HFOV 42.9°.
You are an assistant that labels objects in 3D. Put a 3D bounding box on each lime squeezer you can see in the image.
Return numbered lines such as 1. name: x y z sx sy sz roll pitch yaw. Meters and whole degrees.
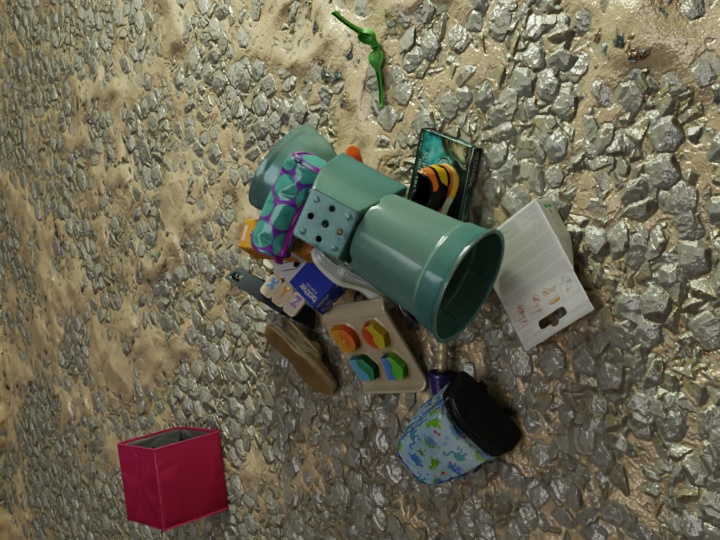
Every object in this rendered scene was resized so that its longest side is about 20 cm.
1. lime squeezer: 0.016 -0.411 1.729 0.037 0.071 0.201 -15 114 32

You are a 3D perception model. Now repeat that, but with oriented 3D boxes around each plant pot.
1. plant pot: -0.107 -0.168 1.818 0.134 0.200 0.201 39 125 14
2. plant pot: -0.029 -0.099 1.568 0.140 0.200 0.142 28 109 8
3. plant pot: 0.100 -0.018 1.489 0.195 0.200 0.202 30 118 25

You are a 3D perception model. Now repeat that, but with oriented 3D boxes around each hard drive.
1. hard drive: -0.190 0.057 1.978 0.199 0.135 0.043 28 89 40

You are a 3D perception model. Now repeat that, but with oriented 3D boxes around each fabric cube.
1. fabric cube: -0.472 0.516 2.306 0.199 0.195 0.202 -5 94 47

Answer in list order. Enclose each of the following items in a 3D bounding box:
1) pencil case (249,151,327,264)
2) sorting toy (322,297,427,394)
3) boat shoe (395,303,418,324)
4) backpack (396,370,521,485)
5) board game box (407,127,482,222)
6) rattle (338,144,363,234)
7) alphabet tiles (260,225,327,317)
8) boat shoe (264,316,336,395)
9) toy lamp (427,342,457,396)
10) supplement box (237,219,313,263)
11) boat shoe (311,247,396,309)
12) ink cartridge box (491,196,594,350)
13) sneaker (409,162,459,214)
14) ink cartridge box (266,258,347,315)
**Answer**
1. pencil case: -0.130 -0.120 1.701 0.092 0.085 0.201 43 114 40
2. sorting toy: 0.022 0.154 1.771 0.184 0.036 0.201 -10 112 48
3. boat shoe: 0.081 0.003 1.687 0.057 0.066 0.202 -149 43 -70
4. backpack: 0.156 0.293 1.621 0.163 0.154 0.200 47 149 -5
5. board game box: 0.143 -0.142 1.647 0.135 0.028 0.202 28 116 43
6. rattle: 0.021 -0.114 1.696 0.143 0.129 0.202 50 146 45
7. alphabet tiles: -0.116 -0.008 1.881 0.199 0.015 0.196 35 83 39
8. boat shoe: -0.114 0.176 1.948 0.200 0.069 0.074 46 140 7
9. toy lamp: 0.151 0.134 1.660 0.058 0.058 0.202 12 102 46
10. supplement box: -0.148 -0.058 1.812 0.199 0.069 0.067 4 73 38
11. boat shoe: 0.001 0.001 1.730 0.065 0.201 0.075 -52 14 30
12. ink cartridge box: 0.289 0.006 1.499 0.161 0.050 0.201 -40 71 43
13. sneaker: 0.108 -0.090 1.605 0.070 0.089 0.202 31 118 40
14. ink cartridge box: -0.107 -0.007 1.836 0.094 0.044 0.200 -47 51 0
